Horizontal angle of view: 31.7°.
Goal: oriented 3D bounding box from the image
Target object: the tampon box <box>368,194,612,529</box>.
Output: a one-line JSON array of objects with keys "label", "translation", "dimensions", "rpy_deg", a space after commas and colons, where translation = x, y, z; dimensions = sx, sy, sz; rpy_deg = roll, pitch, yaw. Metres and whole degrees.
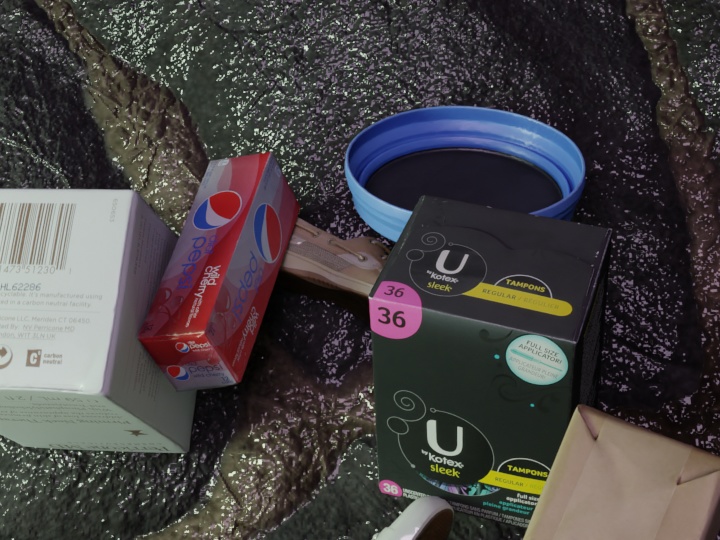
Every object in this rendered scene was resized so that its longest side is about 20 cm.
[{"label": "tampon box", "translation": [0.097, 0.071, 0.942], "dimensions": [0.148, 0.202, 0.127], "rpy_deg": [11, 42, 17]}]

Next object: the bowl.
[{"label": "bowl", "translation": [0.086, -0.076, 1.049], "dimensions": [0.198, 0.040, 0.202], "rpy_deg": [0, 33, 0]}]

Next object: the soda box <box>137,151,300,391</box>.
[{"label": "soda box", "translation": [-0.111, -0.003, 1.034], "dimensions": [0.063, 0.070, 0.202], "rpy_deg": [-6, 46, 23]}]

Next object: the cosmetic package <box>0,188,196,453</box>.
[{"label": "cosmetic package", "translation": [-0.236, 0.046, 1.047], "dimensions": [0.165, 0.200, 0.169], "rpy_deg": [0, 70, 12]}]

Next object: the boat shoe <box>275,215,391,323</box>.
[{"label": "boat shoe", "translation": [0.000, 0.000, 1.081], "dimensions": [0.198, 0.072, 0.065], "rpy_deg": [19, 71, 26]}]

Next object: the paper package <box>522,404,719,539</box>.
[{"label": "paper package", "translation": [0.168, 0.211, 0.847], "dimensions": [0.102, 0.200, 0.192], "rpy_deg": [20, 75, 20]}]

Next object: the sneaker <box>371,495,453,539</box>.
[{"label": "sneaker", "translation": [-0.011, 0.237, 0.971], "dimensions": [0.085, 0.073, 0.201], "rpy_deg": [44, 104, 30]}]
